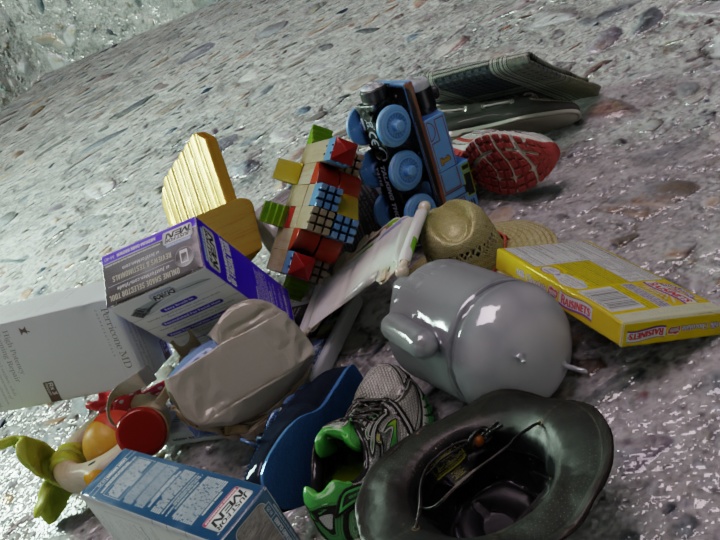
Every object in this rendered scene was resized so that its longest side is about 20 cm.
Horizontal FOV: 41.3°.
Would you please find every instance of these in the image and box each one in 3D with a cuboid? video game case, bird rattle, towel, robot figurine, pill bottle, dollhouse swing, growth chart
[{"bbox_3d":[-0.105,0.104,1.037,0.182,0.023,0.200,-13,30,29],"label":"video game case"},{"bbox_3d":[-0.258,0.176,0.991,0.163,0.113,0.200,0,27,47],"label":"bird rattle"},{"bbox_3d":[0.178,-0.237,1.217,0.192,0.035,0.200,-6,-6,38],"label":"towel"},{"bbox_3d":[0.100,0.055,0.822,0.169,0.113,0.200,-3,13,-32],"label":"robot figurine"},{"bbox_3d":[-0.024,-0.079,1.177,0.200,0.111,0.111,-36,28,-13],"label":"pill bottle"},{"bbox_3d":[-0.235,-0.040,1.143,0.182,0.176,0.200,-28,-7,-36],"label":"dollhouse swing"},{"bbox_3d":[0.000,0.000,1.002,0.200,0.018,0.145,-36,19,41],"label":"growth chart"}]

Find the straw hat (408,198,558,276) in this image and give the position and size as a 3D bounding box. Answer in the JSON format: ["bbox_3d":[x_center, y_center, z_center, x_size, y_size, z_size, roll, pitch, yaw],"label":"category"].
[{"bbox_3d":[0.105,-0.027,0.991,0.201,0.085,0.201,-23,28,13],"label":"straw hat"}]

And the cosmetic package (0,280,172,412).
[{"bbox_3d":[-0.311,0.078,0.998,0.200,0.102,0.074,-13,19,19],"label":"cosmetic package"}]

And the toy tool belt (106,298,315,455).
[{"bbox_3d":[-0.142,0.113,0.933,0.200,0.125,0.123,-34,-1,-11],"label":"toy tool belt"}]

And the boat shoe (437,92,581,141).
[{"bbox_3d":[0.176,-0.200,1.211,0.200,0.067,0.057,-9,77,21],"label":"boat shoe"}]

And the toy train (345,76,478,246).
[{"bbox_3d":[0.060,-0.130,1.096,0.114,0.200,0.087,-31,25,-29],"label":"toy train"}]

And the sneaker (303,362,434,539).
[{"bbox_3d":[0.008,0.142,0.794,0.078,0.085,0.200,-17,29,23],"label":"sneaker"}]

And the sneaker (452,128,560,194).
[{"bbox_3d":[0.160,-0.141,1.137,0.082,0.078,0.200,-37,23,-27],"label":"sneaker"}]

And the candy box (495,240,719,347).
[{"bbox_3d":[0.211,0.015,0.838,0.102,0.026,0.200,-3,19,-21],"label":"candy box"}]

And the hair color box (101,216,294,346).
[{"bbox_3d":[-0.159,0.028,0.976,0.109,0.200,0.065,-22,63,13],"label":"hair color box"}]

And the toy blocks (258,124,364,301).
[{"bbox_3d":[-0.043,-0.062,1.042,0.137,0.100,0.200,-169,97,-72],"label":"toy blocks"}]

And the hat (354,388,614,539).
[{"bbox_3d":[0.095,0.169,0.673,0.200,0.081,0.201,-24,19,9],"label":"hat"}]

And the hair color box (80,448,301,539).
[{"bbox_3d":[-0.136,0.215,0.788,0.200,0.100,0.061,2,40,45],"label":"hair color box"}]

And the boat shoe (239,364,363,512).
[{"bbox_3d":[-0.052,0.154,0.847,0.069,0.084,0.200,-17,9,27],"label":"boat shoe"}]
